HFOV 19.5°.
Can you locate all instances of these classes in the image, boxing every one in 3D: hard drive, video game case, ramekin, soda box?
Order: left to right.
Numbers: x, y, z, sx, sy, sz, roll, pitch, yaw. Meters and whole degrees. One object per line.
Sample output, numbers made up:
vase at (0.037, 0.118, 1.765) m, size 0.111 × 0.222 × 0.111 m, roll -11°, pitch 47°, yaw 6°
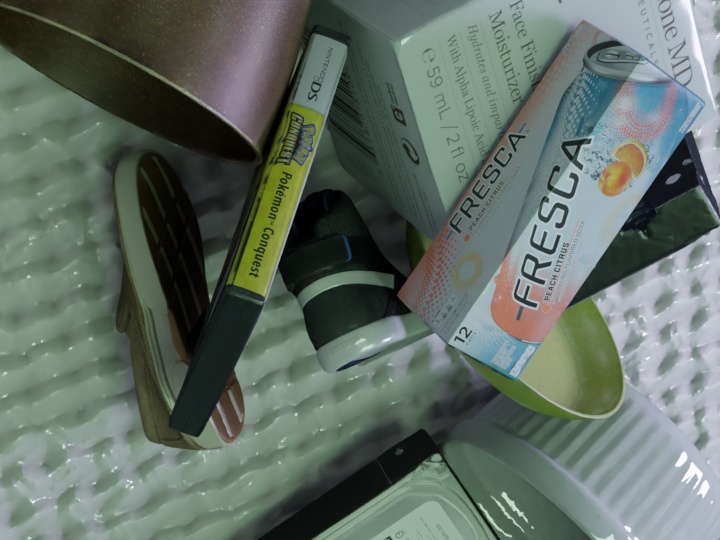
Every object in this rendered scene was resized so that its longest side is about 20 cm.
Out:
video game case at (-0.061, -0.019, 1.231) m, size 0.025 × 0.200 × 0.181 m, roll 19°, pitch 61°, yaw -5°
hard drive at (-0.003, 0.218, 1.476) m, size 0.200 × 0.038 × 0.140 m, roll -33°, pitch 126°, yaw 0°
soda box at (0.109, -0.040, 1.221) m, size 0.063 × 0.068 × 0.200 m, roll 28°, pitch 99°, yaw -37°
ramekin at (0.163, 0.153, 1.476) m, size 0.105 × 0.200 × 0.200 m, roll -45°, pitch 127°, yaw -16°
hard drive at (0.154, -0.048, 1.347) m, size 0.139 × 0.200 × 0.038 m, roll -29°, pitch 112°, yaw 13°

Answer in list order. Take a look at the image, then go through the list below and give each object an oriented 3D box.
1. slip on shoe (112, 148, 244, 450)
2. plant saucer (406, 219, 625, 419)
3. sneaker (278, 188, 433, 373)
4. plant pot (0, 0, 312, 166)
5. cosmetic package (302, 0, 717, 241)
slip on shoe at (-0.130, 0.022, 1.326) m, size 0.060 × 0.076 × 0.201 m, roll -6°, pitch 115°, yaw 24°
plant saucer at (0.096, 0.022, 1.386) m, size 0.200 × 0.201 × 0.031 m, roll 29°, pitch 123°, yaw -36°
sneaker at (0.000, 0.000, 1.357) m, size 0.073 × 0.200 × 0.112 m, roll -25°, pitch 86°, yaw 10°
plant pot at (-0.095, -0.191, 1.189) m, size 0.187 × 0.187 × 0.201 m, roll 33°, pitch 79°, yaw -36°
cosmetic package at (0.085, -0.144, 1.303) m, size 0.199 × 0.165 × 0.165 m, roll -30°, pitch 126°, yaw -14°
